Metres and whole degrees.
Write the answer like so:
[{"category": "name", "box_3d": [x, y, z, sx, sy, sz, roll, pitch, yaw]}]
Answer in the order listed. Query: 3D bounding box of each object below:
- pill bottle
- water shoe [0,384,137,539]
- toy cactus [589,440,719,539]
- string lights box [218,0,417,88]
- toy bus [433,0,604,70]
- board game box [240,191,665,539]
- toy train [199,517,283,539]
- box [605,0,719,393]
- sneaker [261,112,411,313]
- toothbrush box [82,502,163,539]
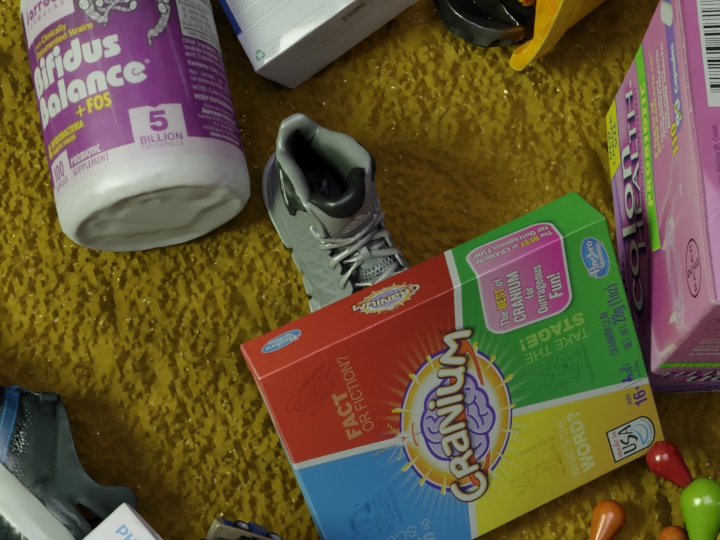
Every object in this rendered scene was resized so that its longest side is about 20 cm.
[{"category": "pill bottle", "box_3d": [-0.136, -0.122, 0.892, 0.111, 0.112, 0.202, -13, 74, -5]}, {"category": "water shoe", "box_3d": [-0.206, 0.092, 0.862, 0.079, 0.072, 0.200, -32, 73, -38]}, {"category": "toy cactus", "box_3d": [0.164, 0.208, 0.818, 0.165, 0.102, 0.201, 36, 67, -1]}, {"category": "string lights box", "box_3d": [-0.057, -0.225, 0.934, 0.102, 0.059, 0.201, -32, 75, 16]}, {"category": "toy bus", "box_3d": [0.110, -0.254, 0.936, 0.191, 0.136, 0.200, -33, 74, -24]}, {"category": "board game box", "box_3d": [0.054, 0.068, 0.829, 0.199, 0.040, 0.154, -25, 118, -8]}, {"category": "toy train", "box_3d": [-0.002, 0.165, 0.802, 0.199, 0.046, 0.034, 23, 104, -29]}, {"category": "box", "box_3d": [0.202, -0.042, 0.828, 0.096, 0.200, 0.177, -2, 74, -1]}, {"category": "sneaker", "box_3d": [0.000, 0.000, 0.856, 0.075, 0.116, 0.201, -30, 76, -9]}, {"category": "toothbrush box", "box_3d": [-0.158, 0.221, 0.772, 0.200, 0.147, 0.085, -43, 79, -13]}]
